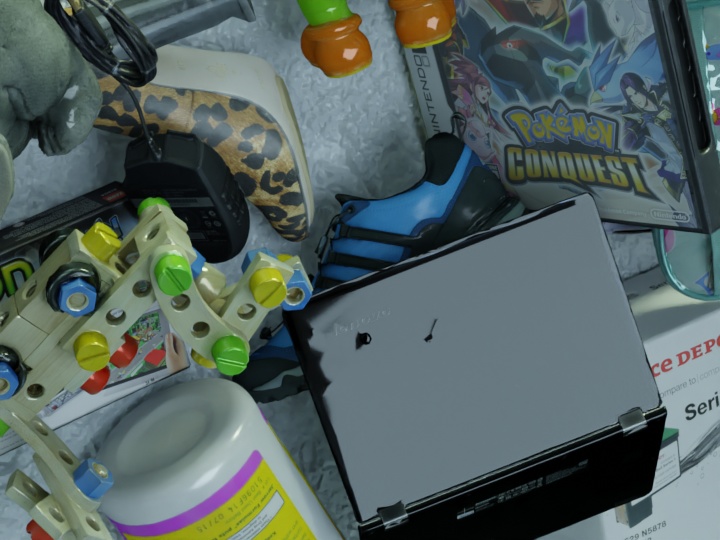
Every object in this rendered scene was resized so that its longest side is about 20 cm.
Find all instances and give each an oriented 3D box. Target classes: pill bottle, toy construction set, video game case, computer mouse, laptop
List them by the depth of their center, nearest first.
[{"bbox_3d":[-0.107,-0.079,1.105,0.034,0.059,0.200,-66,147,-37],"label":"computer mouse"},{"bbox_3d":[-0.127,0.047,1.107,0.131,0.092,0.200,36,92,-32],"label":"toy construction set"},{"bbox_3d":[0.103,-0.113,1.195,0.025,0.200,0.181,-35,120,-36],"label":"video game case"},{"bbox_3d":[-0.063,0.164,1.222,0.104,0.104,0.200,-41,120,-17],"label":"pill bottle"},{"bbox_3d":[0.069,0.079,1.241,0.187,0.116,0.200,-20,154,-6],"label":"laptop"}]

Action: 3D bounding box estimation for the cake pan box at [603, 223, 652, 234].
[{"bbox_3d":[0.168,-0.116,1.326,0.200,0.052,0.184,-5,104,-32],"label":"cake pan box"}]

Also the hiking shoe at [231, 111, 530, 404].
[{"bbox_3d":[0.000,0.000,1.241,0.200,0.074,0.087,-36,88,-2],"label":"hiking shoe"}]

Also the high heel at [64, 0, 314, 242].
[{"bbox_3d":[-0.108,-0.073,1.174,0.142,0.071,0.200,-18,134,3],"label":"high heel"}]

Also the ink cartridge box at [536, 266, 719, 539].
[{"bbox_3d":[0.185,0.116,1.379,0.146,0.084,0.200,-22,115,-26],"label":"ink cartridge box"}]

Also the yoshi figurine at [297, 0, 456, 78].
[{"bbox_3d":[-0.019,-0.214,1.151,0.112,0.112,0.200,-40,121,-37],"label":"yoshi figurine"}]

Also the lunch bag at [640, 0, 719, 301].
[{"bbox_3d":[0.240,-0.078,1.273,0.160,0.077,0.200,-8,107,6],"label":"lunch bag"}]

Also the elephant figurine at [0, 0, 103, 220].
[{"bbox_3d":[-0.217,-0.046,1.013,0.155,0.141,0.200,51,50,-31],"label":"elephant figurine"}]

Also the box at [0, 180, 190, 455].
[{"bbox_3d":[-0.196,0.040,1.145,0.200,0.035,0.110,-24,115,-25],"label":"box"}]
